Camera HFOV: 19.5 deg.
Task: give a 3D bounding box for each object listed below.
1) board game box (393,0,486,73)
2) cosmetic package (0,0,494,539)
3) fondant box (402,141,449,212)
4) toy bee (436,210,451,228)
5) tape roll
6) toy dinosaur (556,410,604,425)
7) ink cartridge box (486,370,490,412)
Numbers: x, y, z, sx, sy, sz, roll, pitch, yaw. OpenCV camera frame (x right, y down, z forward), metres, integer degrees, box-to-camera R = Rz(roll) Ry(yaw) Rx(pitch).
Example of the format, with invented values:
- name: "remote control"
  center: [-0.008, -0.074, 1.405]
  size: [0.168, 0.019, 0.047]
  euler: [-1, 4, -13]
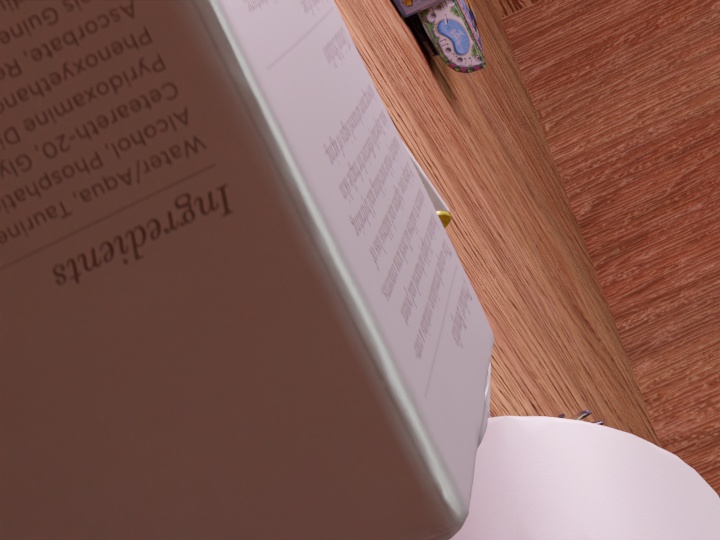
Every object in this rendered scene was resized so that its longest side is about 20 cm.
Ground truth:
- name: "board game box"
  center: [0.069, -0.312, 2.286]
  size: [0.200, 0.061, 0.201]
  euler: [-92, 156, -62]
- name: "cosmetic package"
  center: [-0.081, -0.015, 0.538]
  size: [0.201, 0.166, 0.167]
  euler: [64, 11, -8]
- name: "fondant box"
  center: [-0.042, -0.115, 1.153]
  size: [0.200, 0.058, 0.144]
  euler: [55, 2, 33]
- name: "toy bee"
  center: [0.000, 0.000, 0.987]
  size: [0.200, 0.131, 0.109]
  euler: [38, -45, 21]
- name: "tape roll"
  center: [0.048, 0.149, 0.741]
  size: [0.203, 0.201, 0.071]
  euler: [58, 12, -37]
- name: "toy dinosaur"
  center: [0.179, 0.171, 1.725]
  size: [0.136, 0.086, 0.200]
  euler: [59, 5, -2]
- name: "ink cartridge box"
  center: [0.057, 0.127, 1.131]
  size: [0.163, 0.057, 0.201]
  euler: [86, -12, -45]
